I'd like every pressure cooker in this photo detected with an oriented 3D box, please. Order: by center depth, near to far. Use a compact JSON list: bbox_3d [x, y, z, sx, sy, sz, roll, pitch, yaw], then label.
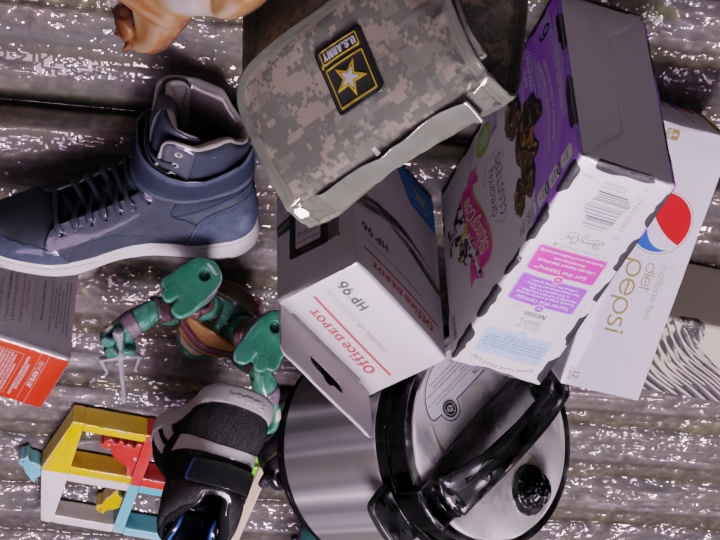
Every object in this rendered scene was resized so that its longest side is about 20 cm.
[{"bbox_3d":[0.059,0.126,1.512,0.178,0.177,0.199,15,164,-35],"label":"pressure cooker"}]

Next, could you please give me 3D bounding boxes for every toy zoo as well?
[{"bbox_3d":[-0.183,0.171,1.689,0.199,0.021,0.132,12,133,-14],"label":"toy zoo"}]

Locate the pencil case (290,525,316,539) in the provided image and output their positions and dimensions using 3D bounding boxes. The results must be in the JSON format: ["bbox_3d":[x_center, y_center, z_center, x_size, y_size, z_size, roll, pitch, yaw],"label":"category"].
[{"bbox_3d":[0.041,0.251,1.733,0.199,0.085,0.093,1,119,-3],"label":"pencil case"}]

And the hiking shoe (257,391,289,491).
[{"bbox_3d":[-0.001,0.176,1.646,0.199,0.101,0.076,20,131,-21],"label":"hiking shoe"}]

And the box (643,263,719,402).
[{"bbox_3d":[0.252,0.046,1.552,0.199,0.069,0.082,10,132,-11],"label":"box"}]

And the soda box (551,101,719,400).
[{"bbox_3d":[0.190,-0.016,1.434,0.063,0.068,0.201,13,107,-15],"label":"soda box"}]

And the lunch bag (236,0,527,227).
[{"bbox_3d":[0.013,-0.139,1.267,0.164,0.201,0.117,-32,129,27],"label":"lunch bag"}]

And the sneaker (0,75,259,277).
[{"bbox_3d":[-0.167,-0.067,1.406,0.201,0.077,0.147,-7,147,-10],"label":"sneaker"}]

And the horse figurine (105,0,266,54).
[{"bbox_3d":[-0.104,-0.199,1.280,0.199,0.050,0.133,-6,120,33],"label":"horse figurine"}]

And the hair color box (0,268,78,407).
[{"bbox_3d":[-0.308,0.017,1.476,0.199,0.102,0.061,21,131,-20],"label":"hair color box"}]

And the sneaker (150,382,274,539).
[{"bbox_3d":[-0.125,0.160,1.500,0.073,0.112,0.200,20,156,-9],"label":"sneaker"}]

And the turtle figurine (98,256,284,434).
[{"bbox_3d":[-0.114,0.051,1.505,0.149,0.101,0.200,19,162,-9],"label":"turtle figurine"}]

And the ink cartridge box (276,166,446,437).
[{"bbox_3d":[0.000,0.000,1.402,0.068,0.201,0.116,-26,130,22],"label":"ink cartridge box"}]

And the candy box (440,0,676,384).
[{"bbox_3d":[0.126,-0.053,1.378,0.071,0.168,0.200,15,132,-16],"label":"candy box"}]
